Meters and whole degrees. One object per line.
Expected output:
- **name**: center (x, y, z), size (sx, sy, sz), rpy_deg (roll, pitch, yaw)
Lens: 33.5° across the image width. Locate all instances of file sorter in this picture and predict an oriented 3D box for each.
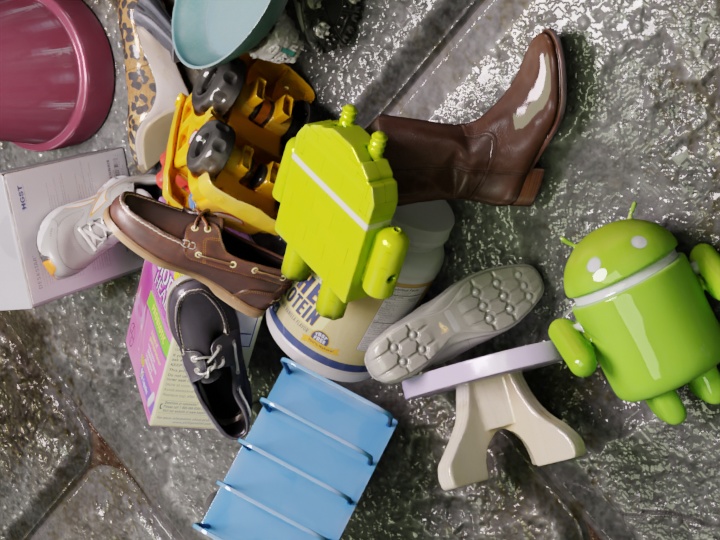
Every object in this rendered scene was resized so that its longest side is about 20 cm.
- **file sorter**: center (-0.065, 0.207, 1.226), size (0.138, 0.123, 0.201), rpy_deg (27, 78, 6)

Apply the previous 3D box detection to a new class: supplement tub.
- **supplement tub**: center (0.000, 0.000, 1.251), size (0.144, 0.144, 0.201), rpy_deg (38, 119, 17)

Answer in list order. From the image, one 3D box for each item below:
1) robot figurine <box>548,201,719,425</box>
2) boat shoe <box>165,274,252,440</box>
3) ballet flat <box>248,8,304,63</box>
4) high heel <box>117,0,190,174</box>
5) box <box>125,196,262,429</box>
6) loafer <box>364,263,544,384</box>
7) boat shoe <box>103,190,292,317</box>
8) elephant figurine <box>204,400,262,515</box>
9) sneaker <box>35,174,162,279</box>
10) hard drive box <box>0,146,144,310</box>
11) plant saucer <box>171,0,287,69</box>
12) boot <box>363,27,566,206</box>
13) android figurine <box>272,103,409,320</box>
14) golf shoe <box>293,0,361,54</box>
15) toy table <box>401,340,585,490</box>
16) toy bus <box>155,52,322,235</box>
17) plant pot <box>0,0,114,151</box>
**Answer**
- **robot figurine**: center (0.265, 0.041, 1.116), size (0.175, 0.116, 0.201), rpy_deg (-27, 91, 4)
- **boat shoe**: center (-0.150, 0.094, 1.249), size (0.063, 0.072, 0.201), rpy_deg (-122, 16, -53)
- **ballet flat**: center (-0.112, -0.284, 1.276), size (0.072, 0.071, 0.201), rpy_deg (-52, 44, 30)
- **high heel**: center (-0.257, -0.227, 1.406), size (0.143, 0.071, 0.201), rpy_deg (49, 133, 32)
- **box**: center (-0.189, 0.048, 1.356), size (0.176, 0.096, 0.201), rpy_deg (-122, 45, -54)
- **loafer**: center (0.093, 0.051, 1.213), size (0.199, 0.070, 0.070), rpy_deg (-25, 90, -10)
- **boat shoe**: center (-0.155, -0.028, 1.189), size (0.199, 0.071, 0.070), rpy_deg (29, 122, -27)
- **elephant figurine**: center (-0.108, 0.259, 1.349), size (0.154, 0.200, 0.142), rpy_deg (6, 112, 32)
- **sneaker**: center (-0.288, -0.062, 1.373), size (0.092, 0.200, 0.076), rpy_deg (-14, 114, 35)
- **hard drive box**: center (-0.360, -0.053, 1.421), size (0.076, 0.200, 0.157), rpy_deg (-4, 101, 31)
- **plant saucer**: center (-0.120, -0.291, 1.205), size (0.199, 0.036, 0.201), rpy_deg (-25, 55, 41)
- **boot**: center (0.087, -0.143, 1.133), size (0.064, 0.199, 0.188), rpy_deg (-128, 42, -61)
- **android figurine**: center (-0.022, -0.057, 1.121), size (0.182, 0.041, 0.201), rpy_deg (44, 132, 35)
- **golf shoe**: center (-0.052, -0.328, 1.249), size (0.088, 0.077, 0.201), rpy_deg (12, 112, 54)
- **toy table**: center (0.136, 0.147, 1.204), size (0.200, 0.183, 0.118), rpy_deg (-29, 72, 58)
- **toy bus**: center (-0.152, -0.114, 1.280), size (0.192, 0.135, 0.201), rpy_deg (-28, 45, 38)
- **plant pot**: center (-0.425, -0.236, 1.424), size (0.199, 0.179, 0.201), rpy_deg (8, 106, 29)
